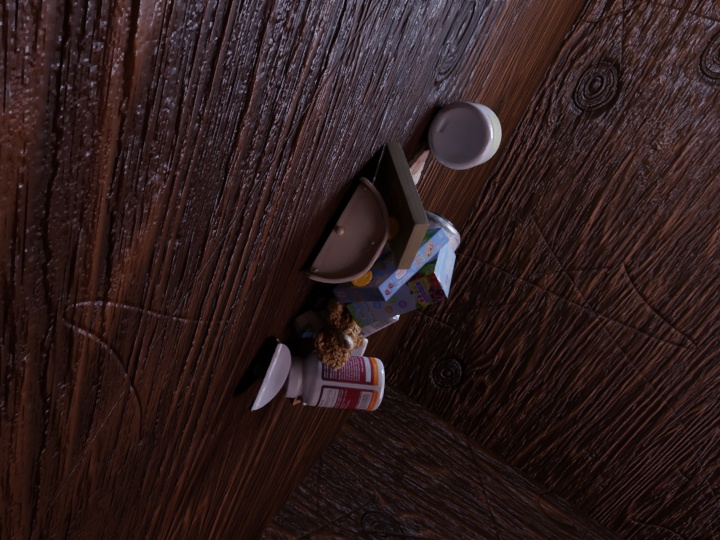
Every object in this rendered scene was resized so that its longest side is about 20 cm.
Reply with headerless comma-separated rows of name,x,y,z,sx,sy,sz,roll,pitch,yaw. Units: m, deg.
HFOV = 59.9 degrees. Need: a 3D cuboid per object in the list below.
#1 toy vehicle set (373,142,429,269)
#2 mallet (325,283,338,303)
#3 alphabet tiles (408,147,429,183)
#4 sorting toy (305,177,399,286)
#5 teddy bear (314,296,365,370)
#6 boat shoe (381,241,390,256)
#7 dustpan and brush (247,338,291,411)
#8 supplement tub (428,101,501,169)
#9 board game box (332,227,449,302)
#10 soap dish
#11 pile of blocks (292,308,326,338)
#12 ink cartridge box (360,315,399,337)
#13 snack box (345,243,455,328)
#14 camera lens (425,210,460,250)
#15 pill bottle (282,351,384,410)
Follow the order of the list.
toy vehicle set,0.068,-0.118,1.136,0.124,0.026,0.201,110,-28,-51
mallet,0.000,0.000,1.386,0.200,0.041,0.066,-41,160,-21
alphabet tiles,0.106,-0.195,1.482,0.196,0.015,0.200,-51,167,-34
sorting toy,-0.009,-0.065,1.175,0.201,0.107,0.180,-59,-172,6
teddy bear,-0.026,0.110,1.289,0.200,0.066,0.146,-43,134,-60
boat shoe,0.051,-0.107,1.267,0.069,0.074,0.201,-41,-156,36
dustpan and brush,-0.174,0.200,1.246,0.140,0.057,0.200,-68,163,-2
supplement tub,0.245,-0.310,1.433,0.145,0.145,0.200,-62,168,21
board game box,0.059,-0.009,1.217,0.200,0.037,0.151,-43,-160,-31
soap dish,-0.083,0.217,1.471,0.200,0.081,0.158,-13,132,-52
pile of blocks,-0.085,0.129,1.335,0.082,0.062,0.200,-46,164,14
ink cartridge box,0.036,0.055,1.449,0.160,0.047,0.201,-34,-149,43
snack box,0.085,0.020,1.270,0.199,0.068,0.169,-20,-157,25
camera lens,0.178,-0.060,1.793,0.200,0.160,0.160,-56,169,-10
pill bottle,-0.058,0.231,1.317,0.113,0.199,0.114,-171,-90,-76
